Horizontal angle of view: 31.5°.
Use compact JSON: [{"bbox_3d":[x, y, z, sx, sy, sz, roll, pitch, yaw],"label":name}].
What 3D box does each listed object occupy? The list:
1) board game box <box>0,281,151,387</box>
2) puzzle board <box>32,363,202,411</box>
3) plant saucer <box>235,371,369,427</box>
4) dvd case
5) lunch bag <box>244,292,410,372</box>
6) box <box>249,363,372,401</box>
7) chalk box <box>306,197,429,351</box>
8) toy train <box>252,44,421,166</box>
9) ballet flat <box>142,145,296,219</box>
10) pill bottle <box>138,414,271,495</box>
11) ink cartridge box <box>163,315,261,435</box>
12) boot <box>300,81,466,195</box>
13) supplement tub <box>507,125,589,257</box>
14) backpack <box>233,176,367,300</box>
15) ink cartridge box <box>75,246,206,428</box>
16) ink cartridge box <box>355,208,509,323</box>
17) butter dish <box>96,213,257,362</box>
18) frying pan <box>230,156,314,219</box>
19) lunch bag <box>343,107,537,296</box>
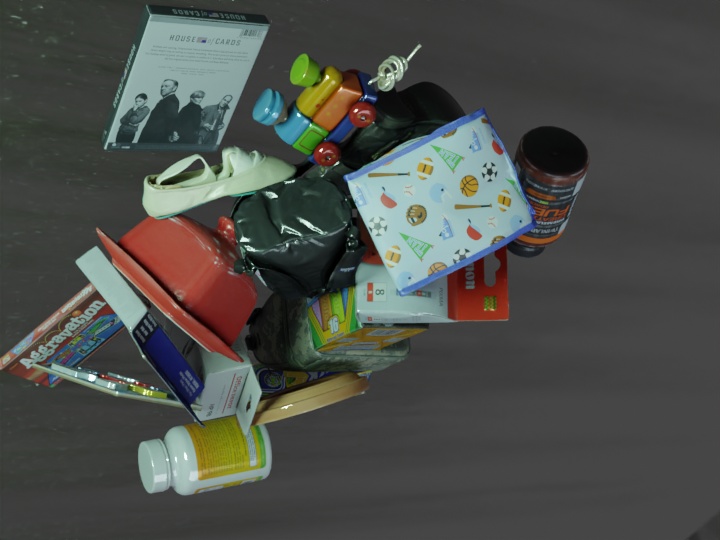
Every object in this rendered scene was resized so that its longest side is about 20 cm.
[{"bbox_3d":[-0.394,0.087,1.762,0.199,0.020,0.103,-38,144,16],"label":"board game box"},{"bbox_3d":[-0.332,0.155,1.745,0.150,0.199,0.018,19,84,-47],"label":"puzzle board"},{"bbox_3d":[-0.085,0.182,1.837,0.198,0.033,0.200,-16,179,0],"label":"plant saucer"},{"bbox_3d":[-0.204,-0.216,1.474,0.149,0.025,0.201,-2,139,-32],"label":"dvd case"},{"bbox_3d":[-0.051,0.088,1.893,0.199,0.141,0.167,3,158,-37],"label":"lunch bag"},{"bbox_3d":[-0.086,0.177,2.056,0.198,0.065,0.070,-12,145,-22],"label":"box"},{"bbox_3d":[0.000,0.000,1.774,0.124,0.202,0.124,3,161,-36],"label":"chalk box"},{"bbox_3d":[-0.033,-0.227,1.538,0.115,0.085,0.200,24,123,-34],"label":"toy train"},{"bbox_3d":[-0.178,-0.119,1.595,0.198,0.070,0.070,-18,146,-11],"label":"ballet flat"},{"bbox_3d":[-0.253,0.300,2.065,0.198,0.112,0.112,-7,142,-27],"label":"pill bottle"},{"bbox_3d":[-0.209,0.125,1.775,0.066,0.201,0.116,-8,142,-26],"label":"ink cartridge box"},{"bbox_3d":[0.030,-0.164,1.670,0.199,0.070,0.174,-5,148,-44],"label":"boot"},{"bbox_3d":[0.262,-0.108,1.869,0.106,0.107,0.201,-14,145,-19],"label":"supplement tub"},{"bbox_3d":[-0.073,-0.040,1.626,0.165,0.128,0.200,-9,161,3],"label":"backpack"},{"bbox_3d":[-0.271,0.087,1.654,0.040,0.200,0.200,-37,144,-8],"label":"ink cartridge box"},{"bbox_3d":[0.093,-0.013,1.667,0.198,0.164,0.050,-2,158,7],"label":"ink cartridge box"},{"bbox_3d":[-0.207,-0.006,1.638,0.148,0.199,0.200,-47,149,-5],"label":"butter dish"},{"bbox_3d":[-0.112,-0.112,1.673,0.114,0.031,0.191,-3,131,-39],"label":"frying pan"},{"bbox_3d":[0.101,-0.086,1.584,0.199,0.171,0.124,-27,-174,1],"label":"lunch bag"}]
